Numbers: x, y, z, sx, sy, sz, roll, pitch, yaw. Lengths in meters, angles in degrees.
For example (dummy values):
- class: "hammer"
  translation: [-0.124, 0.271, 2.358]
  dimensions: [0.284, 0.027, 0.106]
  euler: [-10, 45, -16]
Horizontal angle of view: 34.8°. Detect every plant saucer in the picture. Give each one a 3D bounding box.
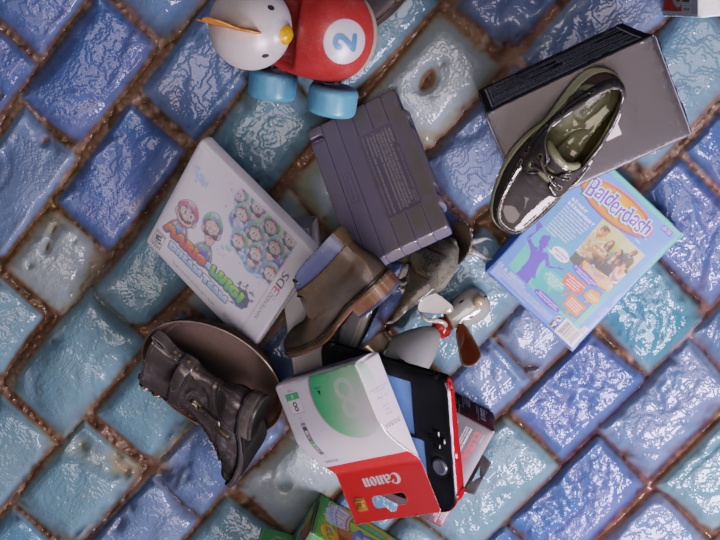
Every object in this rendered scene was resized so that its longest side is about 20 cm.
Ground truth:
- class: "plant saucer"
  translation: [-0.184, 0.131, 1.463]
  dimensions: [0.197, 0.032, 0.202]
  euler: [14, 134, 14]

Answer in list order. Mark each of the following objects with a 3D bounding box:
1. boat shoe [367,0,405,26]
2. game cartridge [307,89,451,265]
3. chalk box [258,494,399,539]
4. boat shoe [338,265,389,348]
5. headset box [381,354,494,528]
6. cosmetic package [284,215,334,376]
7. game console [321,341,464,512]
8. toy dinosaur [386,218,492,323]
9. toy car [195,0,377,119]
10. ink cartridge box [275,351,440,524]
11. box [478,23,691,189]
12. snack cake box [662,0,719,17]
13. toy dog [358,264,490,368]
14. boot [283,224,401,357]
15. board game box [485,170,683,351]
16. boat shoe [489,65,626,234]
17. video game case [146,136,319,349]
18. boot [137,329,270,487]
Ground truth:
- class: "boat shoe"
  translation: [0.044, -0.363, 1.348]
  dimensions: [0.074, 0.073, 0.200]
  euler: [40, 103, -5]
- class: "game cartridge"
  translation: [0.023, -0.107, 1.379]
  dimensions: [0.128, 0.038, 0.203]
  euler: [-22, 66, 6]
- class: "chalk box"
  translation: [-0.042, 0.389, 1.502]
  dimensions: [0.198, 0.125, 0.125]
  euler: [31, 104, -4]
- class: "boat shoe"
  translation: [0.000, -0.001, 1.439]
  dimensions: [0.064, 0.074, 0.205]
  euler: [14, 100, 7]
- class: "headset box"
  translation: [0.071, 0.221, 1.479]
  dimensions: [0.198, 0.077, 0.150]
  euler: [28, 104, 0]
- class: "cosmetic package"
  translation: [-0.068, 0.040, 1.447]
  dimensions: [0.050, 0.083, 0.204]
  euler: [-5, 102, 8]
- class: "game console"
  translation: [0.035, 0.184, 1.356]
  dimensions: [0.198, 0.031, 0.180]
  euler: [12, 121, 40]
- class: "toy dinosaur"
  translation: [0.079, -0.010, 1.370]
  dimensions: [0.101, 0.200, 0.078]
  euler: [0, 117, 27]
- class: "toy car"
  translation: [-0.095, -0.272, 1.297]
  dimensions: [0.175, 0.199, 0.187]
  euler: [18, 110, 27]
- class: "ink cartridge box"
  translation: [-0.007, 0.208, 1.358]
  dimensions: [0.160, 0.050, 0.203]
  euler: [-20, 90, 47]
- class: "box"
  translation: [0.248, -0.181, 1.309]
  dimensions: [0.197, 0.199, 0.125]
  euler: [-23, 104, 10]
- class: "snack cake box"
  translation: [0.379, -0.339, 1.260]
  dimensions: [0.066, 0.200, 0.117]
  euler: [-6, 103, 6]
- class: "toy dog"
  translation: [0.081, 0.082, 1.395]
  dimensions: [0.131, 0.096, 0.202]
  euler: [34, 71, -6]
- class: "boot"
  translation: [-0.046, 0.025, 1.343]
  dimensions: [0.097, 0.075, 0.199]
  euler: [49, 128, -6]
- class: "board game box"
  translation: [0.274, -0.025, 1.421]
  dimensions: [0.152, 0.045, 0.200]
  euler: [42, 103, -5]
- class: "boat shoe"
  translation: [0.203, -0.121, 1.190]
  dimensions: [0.071, 0.066, 0.202]
  euler: [35, 105, -7]
- class: "video game case"
  translation: [-0.160, -0.031, 1.409]
  dimensions: [0.200, 0.024, 0.183]
  euler: [45, 127, 11]
- class: "boot"
  translation: [-0.204, 0.172, 1.454]
  dimensions: [0.172, 0.069, 0.202]
  euler: [27, 135, 10]
